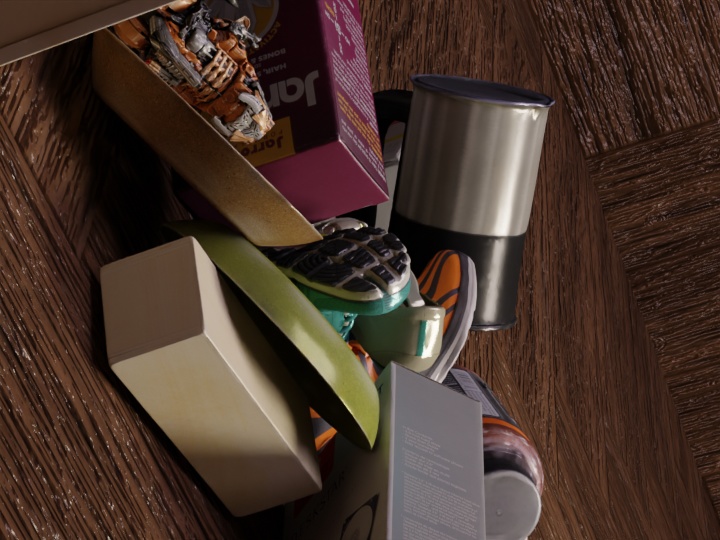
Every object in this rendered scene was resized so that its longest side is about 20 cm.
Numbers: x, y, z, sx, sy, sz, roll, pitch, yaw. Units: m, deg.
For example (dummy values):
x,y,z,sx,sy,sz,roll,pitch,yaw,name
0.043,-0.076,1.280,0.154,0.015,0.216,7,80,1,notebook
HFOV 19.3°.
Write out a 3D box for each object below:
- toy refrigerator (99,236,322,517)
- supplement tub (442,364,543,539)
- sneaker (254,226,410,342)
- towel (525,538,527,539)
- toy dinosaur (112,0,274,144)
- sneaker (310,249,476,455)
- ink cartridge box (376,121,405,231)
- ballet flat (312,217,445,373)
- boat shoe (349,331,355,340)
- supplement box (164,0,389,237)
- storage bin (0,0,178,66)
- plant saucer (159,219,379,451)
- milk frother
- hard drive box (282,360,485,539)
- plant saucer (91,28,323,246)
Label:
x,y,z,sx,sy,sz,roll,pitch,yaw,name
-0.094,0.071,1.320,0.200,0.070,0.076,59,16,-51,toy refrigerator
0.087,0.158,1.742,0.200,0.107,0.107,-124,-169,-67,supplement tub
-0.023,0.016,1.462,0.200,0.077,0.080,1,-67,60,sneaker
0.124,0.276,1.839,0.200,0.032,0.191,90,5,-52,towel
-0.124,-0.175,1.405,0.136,0.102,0.200,-63,134,-73,toy dinosaur
0.008,0.053,1.563,0.112,0.078,0.200,31,66,-15,sneaker
0.034,-0.052,1.938,0.200,0.083,0.145,-62,134,-71,ink cartridge box
0.000,0.000,1.525,0.200,0.069,0.069,45,-11,45,ballet flat
0.015,0.108,1.669,0.069,0.084,0.200,43,34,-43,boat shoe
-0.067,-0.135,1.537,0.103,0.131,0.200,49,27,-57,supplement box
-0.132,-0.202,1.205,0.199,0.200,0.094,-64,133,-71,storage bin
-0.052,0.035,1.373,0.200,0.031,0.200,45,-10,11,plant saucer
0.042,-0.054,1.663,0.200,0.180,0.188,-30,130,-71,milk frother
0.012,0.187,1.399,0.077,0.156,0.200,25,33,-16,hard drive box
-0.108,-0.077,1.352,0.200,0.035,0.200,44,-1,1,plant saucer
